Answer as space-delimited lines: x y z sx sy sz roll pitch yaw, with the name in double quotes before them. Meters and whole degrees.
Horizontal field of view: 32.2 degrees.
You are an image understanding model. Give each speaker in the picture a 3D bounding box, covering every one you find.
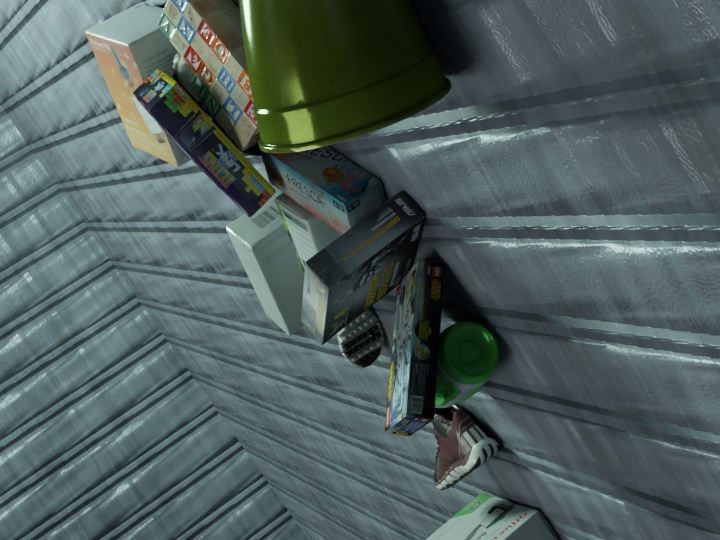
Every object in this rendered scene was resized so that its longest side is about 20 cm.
"speaker" 0.122 0.127 1.644 0.089 0.088 0.200 50 162 6

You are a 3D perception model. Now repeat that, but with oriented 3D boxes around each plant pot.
"plant pot" -0.033 -0.240 1.200 0.200 0.200 0.194 19 130 60

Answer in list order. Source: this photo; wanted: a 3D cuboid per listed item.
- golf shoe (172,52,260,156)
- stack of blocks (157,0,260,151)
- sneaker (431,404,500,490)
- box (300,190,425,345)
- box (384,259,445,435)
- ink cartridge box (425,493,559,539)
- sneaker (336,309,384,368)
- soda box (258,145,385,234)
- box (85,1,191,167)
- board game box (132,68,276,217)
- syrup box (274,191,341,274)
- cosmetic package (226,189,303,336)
"golf shoe" -0.192 -0.242 1.765 0.092 0.073 0.200 29 161 39
"stack of blocks" -0.176 -0.271 1.622 0.200 0.058 0.115 51 143 6
"sneaker" 0.138 0.255 1.891 0.116 0.075 0.200 55 153 10
"box" 0.000 0.000 1.587 0.048 0.158 0.200 47 161 15
"box" 0.069 0.101 1.594 0.040 0.201 0.137 8 164 -9
"ink cartridge box" 0.200 0.430 1.925 0.085 0.146 0.200 57 161 -9
"sneaker" -0.023 0.064 1.932 0.201 0.075 0.081 66 172 -31
"soda box" -0.050 -0.117 1.640 0.200 0.063 0.069 36 151 41
"box" -0.298 -0.277 1.847 0.152 0.106 0.201 25 142 50
"board game box" -0.215 -0.174 1.694 0.200 0.057 0.165 48 179 -23
"syrup box" -0.042 -0.034 1.754 0.079 0.081 0.201 36 154 41
"cosmetic package" -0.117 -0.010 1.942 0.081 0.113 0.201 36 154 42
